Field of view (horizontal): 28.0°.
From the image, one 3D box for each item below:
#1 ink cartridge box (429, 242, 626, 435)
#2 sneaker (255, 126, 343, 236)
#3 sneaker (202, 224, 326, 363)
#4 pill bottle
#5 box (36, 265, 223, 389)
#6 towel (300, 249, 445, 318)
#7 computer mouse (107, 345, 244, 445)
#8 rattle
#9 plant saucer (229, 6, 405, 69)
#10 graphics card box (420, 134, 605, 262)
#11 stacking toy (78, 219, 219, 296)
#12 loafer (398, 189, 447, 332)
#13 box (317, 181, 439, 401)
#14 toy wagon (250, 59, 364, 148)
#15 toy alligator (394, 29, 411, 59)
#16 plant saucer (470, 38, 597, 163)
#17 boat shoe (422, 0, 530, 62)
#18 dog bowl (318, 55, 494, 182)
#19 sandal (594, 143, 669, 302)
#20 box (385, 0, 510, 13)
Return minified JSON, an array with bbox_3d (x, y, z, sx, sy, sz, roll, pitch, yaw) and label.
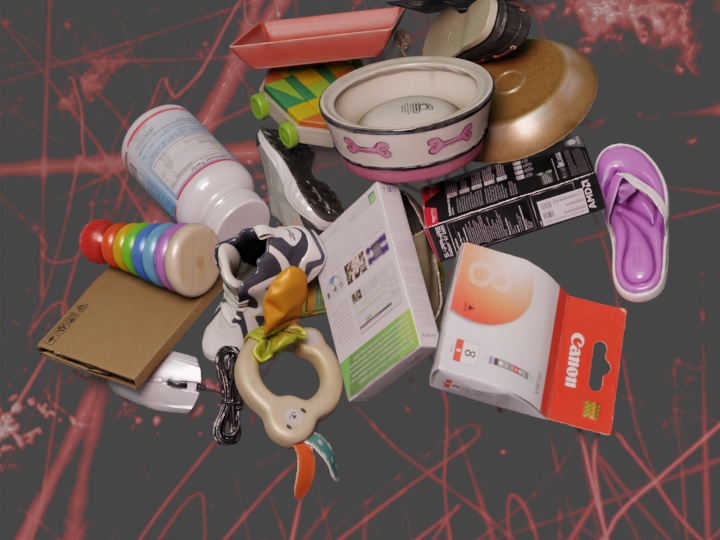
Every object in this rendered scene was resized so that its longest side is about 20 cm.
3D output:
[{"bbox_3d":[0.182,0.071,1.519,0.197,0.050,0.164,14,57,1],"label":"ink cartridge box"},{"bbox_3d":[-0.090,-0.103,1.751,0.080,0.073,0.201,-55,40,27],"label":"sneaker"},{"bbox_3d":[-0.142,0.021,1.639,0.199,0.129,0.080,-42,57,22],"label":"sneaker"},{"bbox_3d":[-0.199,-0.108,1.768,0.109,0.109,0.200,-42,58,-6],"label":"pill bottle"},{"bbox_3d":[-0.264,0.046,1.714,0.162,0.021,0.201,14,50,33],"label":"box"},{"bbox_3d":[0.000,0.000,1.695,0.197,0.018,0.087,-12,60,13],"label":"towel"},{"bbox_3d":[-0.221,0.131,1.671,0.198,0.044,0.111,8,91,26],"label":"computer mouse"},{"bbox_3d":[-0.057,0.123,1.569,0.143,0.129,0.202,-47,39,38],"label":"rattle"},{"bbox_3d":[-0.046,-0.286,1.782,0.197,0.037,0.200,-5,18,8],"label":"plant saucer"},{"bbox_3d":[0.169,-0.083,1.626,0.198,0.051,0.126,-19,22,8],"label":"graphics card box"},{"bbox_3d":[-0.260,-0.022,1.720,0.198,0.085,0.086,8,65,39],"label":"stacking toy"},{"bbox_3d":[0.050,-0.008,1.630,0.074,0.070,0.202,-18,56,8],"label":"loafer"},{"bbox_3d":[0.014,0.025,1.604,0.144,0.036,0.202,-40,55,45],"label":"box"},{"bbox_3d":[-0.034,-0.197,1.758,0.154,0.040,0.200,-24,47,-24],"label":"toy wagon"},{"bbox_3d":[0.068,-0.224,1.756,0.054,0.059,0.202,-34,48,44],"label":"toy alligator"},{"bbox_3d":[0.180,-0.211,1.705,0.198,0.036,0.202,-16,44,16],"label":"plant saucer"},{"bbox_3d":[0.134,-0.279,1.730,0.201,0.062,0.075,-2,75,67],"label":"boat shoe"},{"bbox_3d":[0.055,-0.168,1.622,0.197,0.075,0.201,-7,30,4],"label":"dog bowl"},{"bbox_3d":[0.305,-0.063,1.603,0.081,0.050,0.205,-13,59,11],"label":"sandal"},{"bbox_3d":[0.126,-0.348,1.737,0.155,0.200,0.052,-6,95,17],"label":"box"}]
